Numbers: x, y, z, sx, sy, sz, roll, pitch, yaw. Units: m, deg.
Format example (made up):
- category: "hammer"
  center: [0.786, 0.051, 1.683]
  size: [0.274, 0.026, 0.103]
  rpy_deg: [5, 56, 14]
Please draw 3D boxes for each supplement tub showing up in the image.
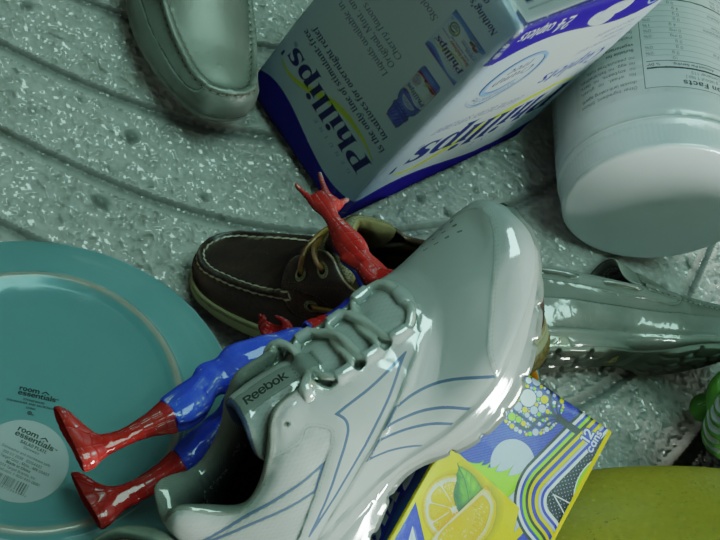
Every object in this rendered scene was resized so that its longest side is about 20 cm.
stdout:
- category: "supplement tub"
  center: [0.191, -0.125, 0.924]
  size: [0.131, 0.132, 0.201]
  rpy_deg: [17, 56, -24]

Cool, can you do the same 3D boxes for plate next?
- category: "plate"
  center: [-0.149, 0.062, 0.630]
  size: [0.199, 0.026, 0.201]
  rpy_deg: [9, 53, -12]

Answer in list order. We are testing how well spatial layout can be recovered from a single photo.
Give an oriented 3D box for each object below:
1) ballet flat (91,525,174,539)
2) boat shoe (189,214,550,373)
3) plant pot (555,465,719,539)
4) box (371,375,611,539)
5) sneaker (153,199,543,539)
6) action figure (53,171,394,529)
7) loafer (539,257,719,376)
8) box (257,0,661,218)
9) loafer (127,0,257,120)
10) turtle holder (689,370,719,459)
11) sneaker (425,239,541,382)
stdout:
- category: "ballet flat"
  center: [-0.125, 0.197, 0.557]
  size: [0.067, 0.064, 0.201]
  rpy_deg: [29, 81, 9]
- category: "boat shoe"
  center: [0.000, 0.000, 0.704]
  size: [0.199, 0.072, 0.072]
  rpy_deg: [14, 43, 25]
- category: "plant pot"
  center: [0.131, 0.178, 0.681]
  size: [0.141, 0.200, 0.201]
  rpy_deg: [20, 51, 5]
- category: "box"
  center: [0.026, 0.138, 0.606]
  size: [0.070, 0.064, 0.200]
  rpy_deg: [34, 74, -10]
- category: "sneaker"
  center: [-0.002, 0.051, 0.562]
  size: [0.087, 0.200, 0.074]
  rpy_deg: [34, 6, -41]
- category: "action figure"
  center: [-0.048, 0.028, 0.627]
  size: [0.199, 0.065, 0.099]
  rpy_deg: [-23, 47, -21]
- category: "loafer"
  center: [0.165, 0.026, 0.856]
  size: [0.199, 0.070, 0.070]
  rpy_deg: [5, 67, -31]
- category: "box"
  center: [0.066, -0.145, 0.808]
  size: [0.184, 0.200, 0.105]
  rpy_deg: [-27, 80, -40]
- category: "loafer"
  center: [-0.100, -0.181, 0.801]
  size: [0.070, 0.070, 0.201]
  rpy_deg: [-7, 67, -35]
- category: "turtle holder"
  center: [0.277, 0.079, 0.826]
  size: [0.185, 0.132, 0.141]
  rpy_deg: [31, 28, -15]
- category: "sneaker"
  center: [0.062, 0.051, 0.750]
  size: [0.074, 0.079, 0.201]
  rpy_deg: [33, 32, -29]
